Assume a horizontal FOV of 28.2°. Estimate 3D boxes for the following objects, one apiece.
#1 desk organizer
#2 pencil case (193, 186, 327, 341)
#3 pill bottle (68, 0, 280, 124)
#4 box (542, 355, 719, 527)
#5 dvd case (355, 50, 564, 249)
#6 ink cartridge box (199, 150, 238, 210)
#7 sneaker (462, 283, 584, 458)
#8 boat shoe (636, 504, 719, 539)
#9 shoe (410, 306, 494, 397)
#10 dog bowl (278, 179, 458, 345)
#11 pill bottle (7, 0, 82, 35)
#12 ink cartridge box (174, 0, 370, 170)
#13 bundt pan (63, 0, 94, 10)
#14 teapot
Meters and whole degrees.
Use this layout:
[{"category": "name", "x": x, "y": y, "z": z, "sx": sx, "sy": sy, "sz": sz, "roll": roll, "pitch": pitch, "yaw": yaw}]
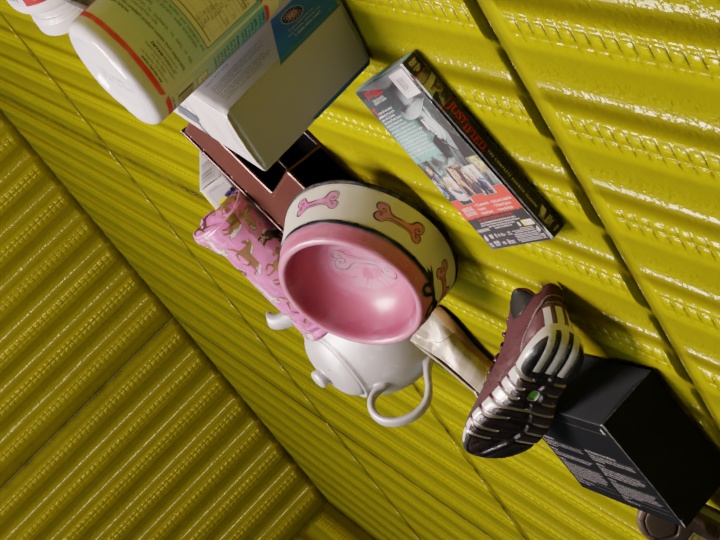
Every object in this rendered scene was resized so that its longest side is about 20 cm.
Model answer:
[{"category": "desk organizer", "x": -0.099, "y": -0.126, "z": 1.608, "sx": 0.200, "sy": 0.072, "sz": 0.077, "roll": 44, "pitch": 139, "yaw": 5}, {"category": "pencil case", "x": -0.098, "y": -0.004, "z": 1.657, "sx": 0.200, "sy": 0.083, "sz": 0.087, "roll": 42, "pitch": -151, "yaw": -17}, {"category": "pill bottle", "x": -0.138, "y": -0.226, "z": 1.195, "sx": 0.109, "sy": 0.200, "sz": 0.109, "roll": 42, "pitch": 166, "yaw": 13}, {"category": "box", "x": 0.251, "y": 0.160, "z": 1.419, "sx": 0.141, "sy": 0.079, "sz": 0.200, "roll": 47, "pitch": 168, "yaw": -17}, {"category": "dvd case", "x": 0.085, "y": -0.102, "z": 1.275, "sx": 0.200, "sy": 0.022, "sz": 0.146, "roll": 47, "pitch": 167, "yaw": -9}, {"category": "ink cartridge box", "x": -0.129, "y": -0.078, "z": 1.786, "sx": 0.201, "sy": 0.047, "sz": 0.198, "roll": 54, "pitch": -171, "yaw": -26}, {"category": "sneaker", "x": 0.158, "y": 0.090, "z": 1.396, "sx": 0.075, "sy": 0.116, "sz": 0.201, "roll": 16, "pitch": 135, "yaw": -16}, {"category": "boat shoe", "x": 0.370, "y": 0.276, "z": 1.455, "sx": 0.199, "sy": 0.072, "sz": 0.076, "roll": 38, "pitch": -159, "yaw": -2}, {"category": "shoe", "x": 0.141, "y": 0.131, "z": 1.719, "sx": 0.200, "sy": 0.053, "sz": 0.070, "roll": 46, "pitch": 167, "yaw": 0}, {"category": "dog bowl", "x": 0.000, "y": 0.000, "z": 1.529, "sx": 0.198, "sy": 0.074, "sz": 0.201, "roll": 15, "pitch": 141, "yaw": 12}, {"category": "pill bottle", "x": -0.400, "y": -0.384, "z": 1.720, "sx": 0.112, "sy": 0.112, "sz": 0.201, "roll": 33, "pitch": 162, "yaw": 41}, {"category": "ink cartridge box", "x": -0.112, "y": -0.202, "z": 1.307, "sx": 0.199, "sy": 0.147, "sz": 0.086, "roll": 34, "pitch": 165, "yaw": 42}, {"category": "bundt pan", "x": -0.260, "y": -0.303, "z": 1.493, "sx": 0.200, "sy": 0.077, "sz": 0.202, "roll": 23, "pitch": -173, "yaw": -3}, {"category": "teapot", "x": -0.003, "y": 0.097, "z": 1.862, "sx": 0.198, "sy": 0.146, "sz": 0.200, "roll": 48, "pitch": 166, "yaw": -14}]
